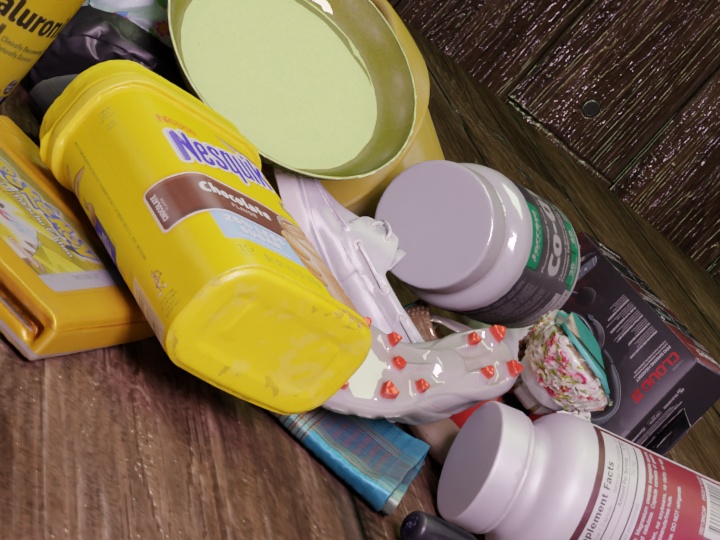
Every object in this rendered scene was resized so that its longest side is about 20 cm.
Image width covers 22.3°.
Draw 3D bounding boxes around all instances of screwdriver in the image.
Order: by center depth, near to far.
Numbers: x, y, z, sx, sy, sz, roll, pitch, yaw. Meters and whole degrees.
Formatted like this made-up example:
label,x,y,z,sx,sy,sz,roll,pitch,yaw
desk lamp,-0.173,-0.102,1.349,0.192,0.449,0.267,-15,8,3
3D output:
label,x,y,z,sx,sy,sz,roll,pitch,yaw
screwdriver,0.095,0.203,1.167,0.200,0.029,0.028,39,12,-36

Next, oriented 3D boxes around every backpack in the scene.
label,x,y,z,sx,sy,sz,roll,pitch,yaw
backpack,-0.137,-0.178,1.343,0.167,0.126,0.200,42,44,-20

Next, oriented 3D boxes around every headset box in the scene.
label,x,y,z,sx,sy,sz,roll,pitch,yaw
headset box,0.218,0.089,1.607,0.077,0.149,0.200,27,21,-47

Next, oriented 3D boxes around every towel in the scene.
label,x,y,z,sx,sy,sz,roll,pitch,yaw
towel,-0.039,0.072,1.188,0.200,0.022,0.147,43,12,3

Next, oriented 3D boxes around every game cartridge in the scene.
label,x,y,z,sx,sy,sz,roll,pitch,yaw
game cartridge,-0.193,-0.027,1.030,0.176,0.032,0.200,45,14,9

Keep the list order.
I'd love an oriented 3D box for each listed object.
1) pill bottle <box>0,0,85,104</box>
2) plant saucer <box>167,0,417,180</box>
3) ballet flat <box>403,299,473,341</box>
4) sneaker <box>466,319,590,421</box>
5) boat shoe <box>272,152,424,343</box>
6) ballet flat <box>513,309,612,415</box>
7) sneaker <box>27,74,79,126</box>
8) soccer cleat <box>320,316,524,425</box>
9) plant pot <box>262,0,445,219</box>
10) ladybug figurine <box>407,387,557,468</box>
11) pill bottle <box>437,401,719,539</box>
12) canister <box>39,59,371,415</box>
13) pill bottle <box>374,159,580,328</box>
label,x,y,z,sx,sy,sz,roll,pitch,yaw
pill bottle,-0.218,-0.203,1.148,0.111,0.200,0.111,39,13,-11
plant saucer,-0.051,-0.143,1.274,0.199,0.031,0.201,19,51,-25
ballet flat,0.099,0.093,1.427,0.200,0.065,0.071,38,13,-19
sneaker,0.153,0.100,1.534,0.076,0.081,0.200,27,21,-54
boat shoe,0.000,0.000,1.279,0.072,0.068,0.201,46,20,-85
ballet flat,0.137,0.072,1.274,0.076,0.064,0.200,54,7,3
sneaker,-0.134,-0.072,1.250,0.106,0.075,0.200,48,10,37
soccer cleat,0.021,0.073,1.190,0.199,0.078,0.070,2,59,-42
plant pot,-0.022,-0.097,1.453,0.189,0.200,0.201,52,2,-46
ladybug figurine,0.107,0.126,1.331,0.200,0.072,0.136,41,13,-3
pill bottle,0.157,0.165,1.225,0.199,0.113,0.113,25,17,-16
canister,-0.091,-0.019,1.072,0.148,0.087,0.200,31,18,-47
pill bottle,0.090,-0.020,1.402,0.113,0.113,0.200,47,11,21
